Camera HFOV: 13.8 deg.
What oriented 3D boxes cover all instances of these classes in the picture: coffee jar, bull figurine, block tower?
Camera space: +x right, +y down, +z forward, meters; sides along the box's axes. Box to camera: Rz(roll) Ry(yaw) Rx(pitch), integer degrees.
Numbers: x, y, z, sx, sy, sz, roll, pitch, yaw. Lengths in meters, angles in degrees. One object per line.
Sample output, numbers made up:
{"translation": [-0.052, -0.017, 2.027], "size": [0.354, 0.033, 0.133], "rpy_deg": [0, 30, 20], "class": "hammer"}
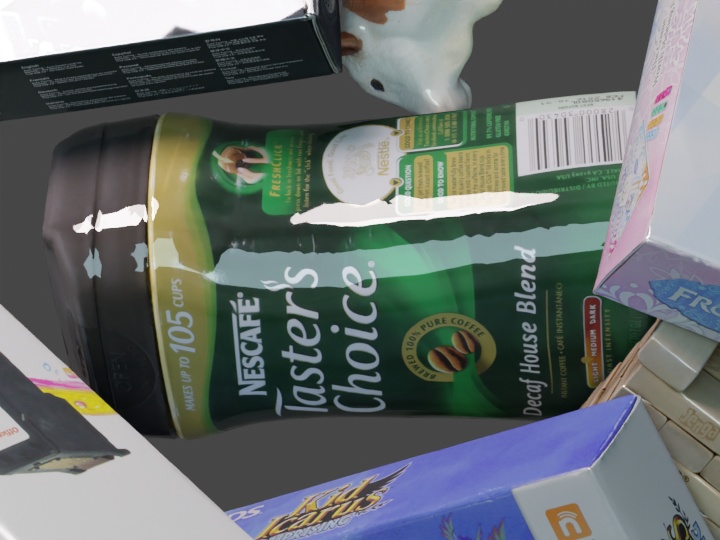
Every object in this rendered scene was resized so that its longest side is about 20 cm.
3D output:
{"translation": [0.000, 0.000, 0.951], "size": [0.199, 0.086, 0.105], "rpy_deg": [-3, 134, 5], "class": "coffee jar"}
{"translation": [0.045, -0.145, 0.951], "size": [0.121, 0.065, 0.201], "rpy_deg": [1, 86, 32], "class": "bull figurine"}
{"translation": [0.067, 0.087, 0.924], "size": [0.058, 0.054, 0.200], "rpy_deg": [36, 127, 2], "class": "block tower"}

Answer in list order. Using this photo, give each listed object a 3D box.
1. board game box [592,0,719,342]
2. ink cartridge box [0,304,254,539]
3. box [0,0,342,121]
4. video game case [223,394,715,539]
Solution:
{"translation": [0.184, -0.049, 0.897], "size": [0.199, 0.043, 0.200], "rpy_deg": [21, 59, -10], "class": "board game box"}
{"translation": [-0.139, 0.093, 0.913], "size": [0.200, 0.083, 0.146], "rpy_deg": [40, 121, 29], "class": "ink cartridge box"}
{"translation": [-0.110, -0.129, 0.953], "size": [0.199, 0.044, 0.161], "rpy_deg": [-7, 68, 9], "class": "box"}
{"translation": [0.037, 0.146, 0.911], "size": [0.200, 0.045, 0.182], "rpy_deg": [-19, 107, 35], "class": "video game case"}
